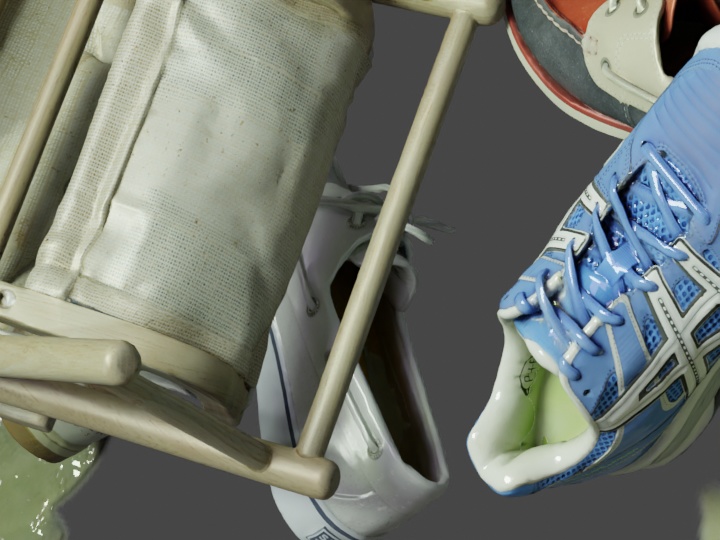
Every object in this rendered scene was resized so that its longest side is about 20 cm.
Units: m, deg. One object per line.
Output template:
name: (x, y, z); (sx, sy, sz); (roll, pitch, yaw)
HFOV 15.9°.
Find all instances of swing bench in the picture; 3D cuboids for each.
swing bench: (-0.086, -0.045, 0.930); (0.200, 0.130, 0.199); (10, 74, 39)

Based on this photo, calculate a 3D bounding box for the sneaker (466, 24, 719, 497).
sneaker: (0.094, 0.006, 0.825); (0.076, 0.077, 0.200); (46, 138, 27)

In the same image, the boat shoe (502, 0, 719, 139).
boat shoe: (0.116, -0.070, 0.882); (0.071, 0.063, 0.200); (-28, 49, -16)

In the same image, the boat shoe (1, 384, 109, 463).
boat shoe: (-0.118, -0.017, 1.101); (0.066, 0.074, 0.200); (-20, 62, 22)

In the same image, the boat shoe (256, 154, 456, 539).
boat shoe: (-0.003, 0.000, 0.976); (0.086, 0.075, 0.202); (-29, 58, 33)
